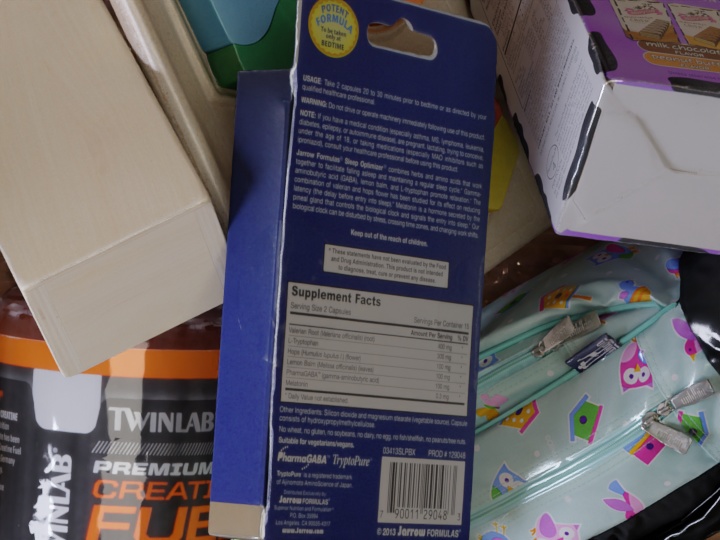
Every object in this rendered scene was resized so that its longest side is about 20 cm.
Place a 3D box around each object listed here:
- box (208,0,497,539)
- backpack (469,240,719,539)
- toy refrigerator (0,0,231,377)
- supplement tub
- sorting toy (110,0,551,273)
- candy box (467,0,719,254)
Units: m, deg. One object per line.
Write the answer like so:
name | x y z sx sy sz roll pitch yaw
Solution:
box | 0.000 0.000 1.036 0.121 0.032 0.201 9 85 -50
backpack | 0.103 0.056 1.128 0.200 0.167 0.127 -30 82 23
toy refrigerator | -0.121 -0.062 1.060 0.076 0.070 0.200 -26 56 -7
supplement tub | -0.098 0.069 1.113 0.106 0.107 0.201 2 94 -13
sorting toy | -0.002 -0.070 1.101 0.200 0.036 0.186 -35 104 -48
candy box | 0.142 -0.086 1.103 0.167 0.200 0.072 7 122 -15
